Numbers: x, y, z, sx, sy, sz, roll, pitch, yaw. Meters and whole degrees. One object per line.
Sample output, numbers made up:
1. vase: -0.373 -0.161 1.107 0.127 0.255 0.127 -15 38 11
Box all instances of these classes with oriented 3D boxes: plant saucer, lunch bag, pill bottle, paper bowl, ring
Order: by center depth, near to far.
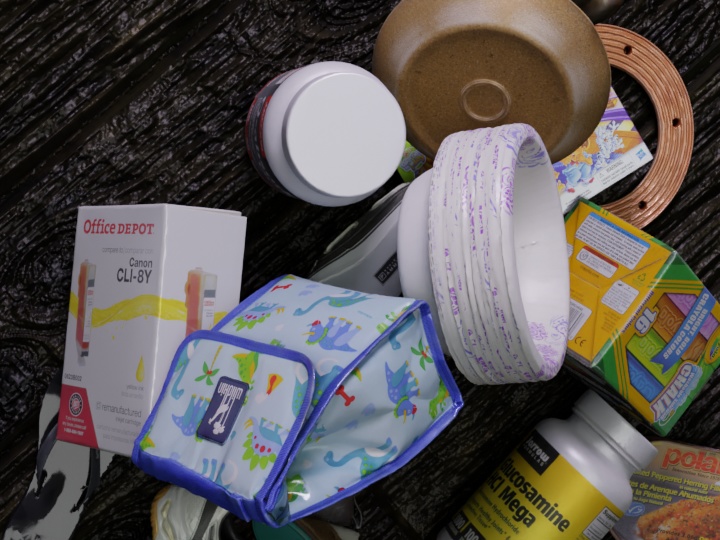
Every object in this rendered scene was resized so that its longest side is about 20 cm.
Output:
1. lunch bag: -0.055 0.100 1.019 0.200 0.169 0.128 -41 122 -30
2. paper bowl: 0.096 -0.010 1.079 0.103 0.200 0.203 -7 98 21
3. plant saucer: 0.104 -0.147 1.114 0.198 0.036 0.201 7 133 8
4. pill bottle: -0.029 -0.113 1.123 0.115 0.200 0.117 -1 95 -11
5. pill bottle: 0.172 0.209 1.234 0.112 0.112 0.200 41 91 -12
6. ring: 0.214 -0.126 1.264 0.198 0.019 0.203 -1 95 -12

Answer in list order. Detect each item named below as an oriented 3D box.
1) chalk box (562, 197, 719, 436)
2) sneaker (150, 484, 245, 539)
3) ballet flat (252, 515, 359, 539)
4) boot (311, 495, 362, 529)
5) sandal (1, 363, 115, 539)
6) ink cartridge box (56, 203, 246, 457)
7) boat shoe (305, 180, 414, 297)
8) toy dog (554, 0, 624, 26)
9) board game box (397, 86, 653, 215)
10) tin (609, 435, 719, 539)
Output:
1. chalk box: 0.244 0.053 1.217 0.124 0.125 0.200 -53 135 -2
2. sneaker: -0.124 0.284 1.200 0.087 0.076 0.202 -10 99 6
3. ballet flat: -0.009 0.269 1.189 0.200 0.072 0.068 42 129 18
4. boot: -0.075 0.140 1.211 0.198 0.069 0.176 16 100 -6
5. sandal: -0.254 0.172 1.187 0.075 0.043 0.202 17 92 -12
6. ink cartridge box: -0.174 0.048 1.122 0.083 0.144 0.202 7 86 -41
7. boat shoe: 0.000 0.000 1.169 0.200 0.064 0.071 -41 118 -6
8. toy dog: 0.153 -0.250 1.146 0.192 0.200 0.141 -2 97 -11
9. board game box: 0.139 -0.105 1.215 0.199 0.045 0.135 -32 100 6
10. tin: 0.320 0.223 1.311 0.198 0.042 0.113 13 97 -12
